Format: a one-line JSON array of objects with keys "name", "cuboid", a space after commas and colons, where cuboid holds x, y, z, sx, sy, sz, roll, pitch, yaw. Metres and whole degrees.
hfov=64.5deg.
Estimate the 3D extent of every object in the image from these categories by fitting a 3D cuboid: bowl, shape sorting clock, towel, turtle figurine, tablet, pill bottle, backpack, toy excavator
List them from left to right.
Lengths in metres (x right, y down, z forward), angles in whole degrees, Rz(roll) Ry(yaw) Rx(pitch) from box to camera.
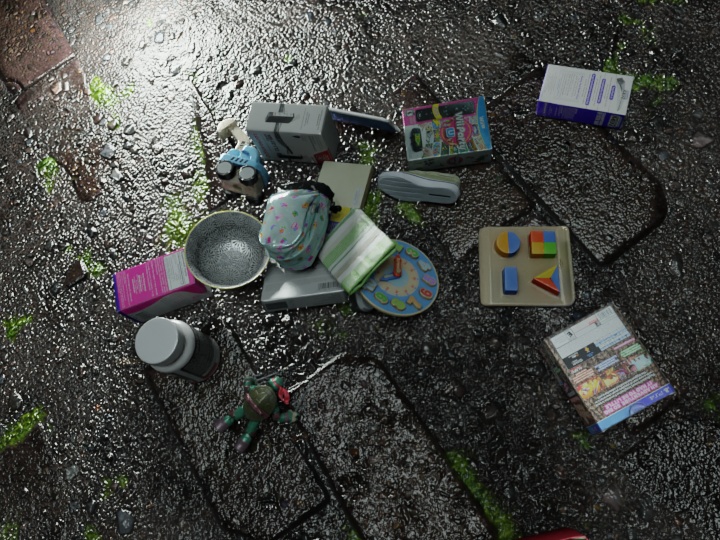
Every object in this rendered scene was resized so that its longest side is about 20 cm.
[{"name": "pill bottle", "cuboid": [-0.397, 0.173, 1.250, 0.113, 0.200, 0.115, -3, 70, 9]}, {"name": "bowl", "cuboid": [-0.308, -0.031, 1.352, 0.198, 0.094, 0.203, 2, 64, -5]}, {"name": "toy excavator", "cuboid": [-0.305, -0.289, 1.465, 0.193, 0.100, 0.201, 16, 61, 14]}, {"name": "turtle figurine", "cuboid": [-0.217, 0.289, 1.235, 0.200, 0.101, 0.150, -46, 69, -1]}, {"name": "backpack", "cuboid": [-0.151, -0.103, 1.307, 0.165, 0.127, 0.202, -2, 63, 30]}, {"name": "towel", "cuboid": [-0.013, -0.045, 1.263, 0.149, 0.031, 0.200, -46, 40, 4]}, {"name": "tablet", "cuboid": [-0.008, -0.376, 1.413, 0.198, 0.130, 0.014, 15, 96, 15]}, {"name": "shape sorting clock", "cuboid": [0.080, 0.011, 1.266, 0.198, 0.039, 0.202, 6, 54, -8]}]

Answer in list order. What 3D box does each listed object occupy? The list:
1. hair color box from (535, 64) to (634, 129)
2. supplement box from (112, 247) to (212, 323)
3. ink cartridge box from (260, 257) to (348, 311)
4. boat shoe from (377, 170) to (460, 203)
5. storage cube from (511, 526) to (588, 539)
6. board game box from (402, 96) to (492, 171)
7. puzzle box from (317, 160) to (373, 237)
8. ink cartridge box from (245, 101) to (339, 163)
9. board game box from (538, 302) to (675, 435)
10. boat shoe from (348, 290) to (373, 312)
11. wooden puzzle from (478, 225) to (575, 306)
[{"name": "hair color box", "cuboid": [0.531, -0.414, 1.356, 0.198, 0.065, 0.110, 15, 73, 17]}, {"name": "supplement box", "cuboid": [-0.472, 0.037, 1.366, 0.198, 0.101, 0.104, -19, 68, 3]}, {"name": "ink cartridge box", "cuboid": [-0.126, 0.008, 1.344, 0.198, 0.044, 0.175, -7, 45, 8]}, {"name": "boat shoe", "cuboid": [0.141, -0.205, 1.363, 0.198, 0.072, 0.062, 13, 49, 11]}, {"name": "storage cube", "cuboid": [0.319, 0.558, 0.989, 0.198, 0.180, 0.172, -17, 68, 5]}, {"name": "board game box", "cuboid": [0.208, -0.327, 1.379, 0.198, 0.064, 0.149, -7, 70, 7]}, {"name": "puzzle box", "cuboid": [-0.055, -0.170, 1.394, 0.132, 0.025, 0.202, 10, 73, 20]}, {"name": "ink cartridge box", "cuboid": [-0.166, -0.340, 1.418, 0.198, 0.144, 0.085, 8, 73, 14]}, {"name": "board game box", "cuboid": [0.479, 0.195, 1.131, 0.158, 0.097, 0.201, -28, 68, 0]}, {"name": "boat shoe", "cuboid": [0.000, 0.000, 1.311, 0.056, 0.068, 0.202, -23, 58, 45]}, {"name": "wooden puzzle", "cuboid": [0.362, -0.015, 1.255, 0.198, 0.046, 0.187, -1, 71, 10]}]
